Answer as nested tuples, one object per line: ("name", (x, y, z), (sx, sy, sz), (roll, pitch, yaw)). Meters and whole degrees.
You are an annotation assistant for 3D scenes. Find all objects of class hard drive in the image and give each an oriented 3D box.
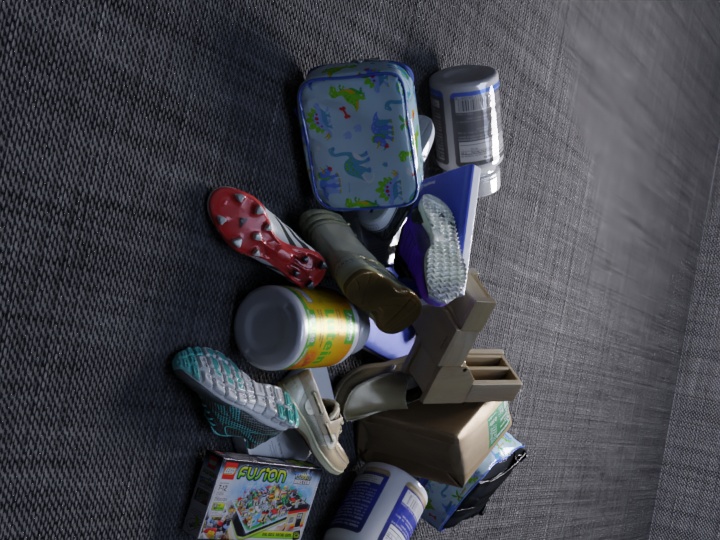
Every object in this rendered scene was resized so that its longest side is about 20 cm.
("hard drive", (0.036, 0.065, 1.792), (0.200, 0.025, 0.132), (34, 68, -57))
("hard drive", (0.112, -0.049, 1.684), (0.025, 0.132, 0.200), (24, 65, -35))
("hard drive", (-0.103, 0.222, 1.617), (0.200, 0.027, 0.132), (-45, 134, -44))

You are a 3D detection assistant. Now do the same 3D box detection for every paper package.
("paper package", (0.122, 0.238, 1.836), (0.200, 0.191, 0.104), (-39, 132, -49))

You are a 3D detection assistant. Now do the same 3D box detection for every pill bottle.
("pill bottle", (0.012, 0.409, 1.766), (0.200, 0.120, 0.120), (-58, 142, -33))
("pill bottle", (0.177, -0.227, 1.880), (0.114, 0.114, 0.200), (-40, 131, -48))
("pill bottle", (-0.070, 0.077, 1.548), (0.200, 0.111, 0.111), (3, 95, -59))

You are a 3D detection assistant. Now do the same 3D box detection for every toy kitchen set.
("toy kitchen set", (0.166, 0.075, 1.750), (0.180, 0.163, 0.200), (3, 127, -31))

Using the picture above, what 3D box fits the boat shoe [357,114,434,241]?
("boat shoe", (0.054, -0.134, 1.670), (0.200, 0.072, 0.071), (-62, 149, -19))

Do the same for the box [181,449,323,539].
("box", (-0.141, 0.303, 1.525), (0.200, 0.035, 0.110), (18, 90, -50))

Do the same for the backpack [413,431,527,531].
("backpack", (0.162, 0.341, 1.941), (0.183, 0.147, 0.200), (-58, 162, 22))

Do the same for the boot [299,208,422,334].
("boot", (0.000, 0.000, 1.590), (0.072, 0.155, 0.200), (-43, 146, 6))

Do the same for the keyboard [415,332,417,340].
("keyboard", (0.126, 0.015, 1.836), (0.104, 0.040, 0.200), (-48, 147, -57))

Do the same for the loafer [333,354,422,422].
("loafer", (0.041, 0.181, 1.763), (0.200, 0.067, 0.076), (-22, 124, -34))

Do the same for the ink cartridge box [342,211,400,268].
("ink cartridge box", (0.037, -0.107, 1.734), (0.200, 0.041, 0.200), (-14, 103, -58))

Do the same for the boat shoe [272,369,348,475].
("boat shoe", (-0.053, 0.211, 1.584), (0.065, 0.072, 0.200), (-31, 130, -2))

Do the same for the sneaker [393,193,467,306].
("sneaker", (0.090, -0.009, 1.610), (0.070, 0.100, 0.200), (28, 37, -24))

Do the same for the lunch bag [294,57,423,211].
("lunch bag", (-0.001, -0.184, 1.554), (0.082, 0.161, 0.200), (-71, 154, -62))

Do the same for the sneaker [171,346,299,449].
("sneaker", (-0.171, 0.170, 1.444), (0.200, 0.091, 0.078), (38, 21, -34))

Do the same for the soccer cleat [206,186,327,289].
("soccer cleat", (-0.126, -0.044, 1.475), (0.200, 0.085, 0.069), (36, 88, -32))
